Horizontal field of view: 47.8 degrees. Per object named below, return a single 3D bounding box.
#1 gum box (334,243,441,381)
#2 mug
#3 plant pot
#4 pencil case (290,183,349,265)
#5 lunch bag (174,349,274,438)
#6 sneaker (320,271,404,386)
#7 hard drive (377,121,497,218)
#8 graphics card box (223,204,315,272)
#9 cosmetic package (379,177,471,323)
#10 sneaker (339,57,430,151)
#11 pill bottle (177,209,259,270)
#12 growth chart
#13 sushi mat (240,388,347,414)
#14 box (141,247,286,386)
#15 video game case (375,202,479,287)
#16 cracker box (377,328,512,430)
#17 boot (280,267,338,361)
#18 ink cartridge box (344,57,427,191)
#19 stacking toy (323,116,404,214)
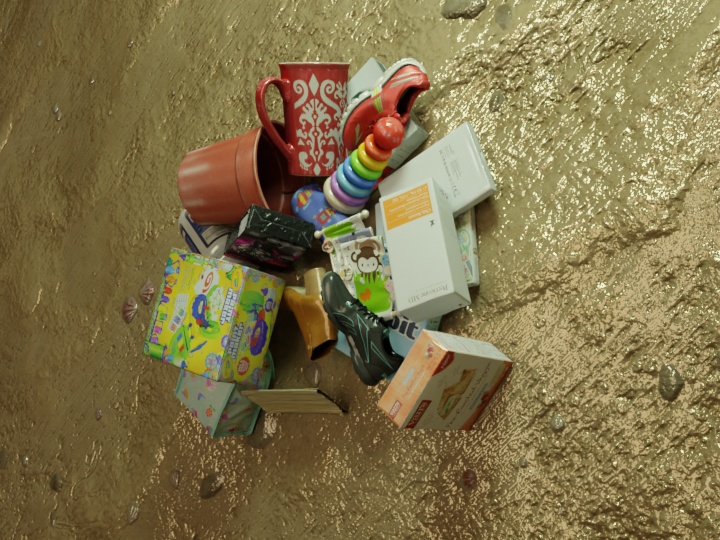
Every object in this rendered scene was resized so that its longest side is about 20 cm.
[{"bbox_3d":[0.054,0.073,1.378,0.169,0.044,0.203,26,105,36],"label":"gum box"},{"bbox_3d":[-0.106,-0.282,1.513,0.134,0.174,0.203,-114,23,-76],"label":"mug"},{"bbox_3d":[-0.232,-0.171,1.564,0.192,0.200,0.204,-7,75,24],"label":"plant pot"},{"bbox_3d":[-0.051,-0.078,1.499,0.078,0.087,0.200,-39,56,-4],"label":"pencil case"},{"bbox_3d":[-0.260,0.196,1.587,0.170,0.121,0.203,32,107,40],"label":"lunch bag"},{"bbox_3d":[0.003,0.086,1.339,0.079,0.075,0.202,-26,94,23],"label":"sneaker"},{"bbox_3d":[0.125,-0.140,1.370,0.199,0.027,0.134,-32,62,31],"label":"hard drive"},{"bbox_3d":[-0.172,-0.056,1.510,0.200,0.124,0.052,147,137,-63],"label":"graphics card box"},{"bbox_3d":[0.100,-0.032,1.284,0.100,0.071,0.203,-21,63,23],"label":"cosmetic package"},{"bbox_3d":[0.041,-0.278,1.417,0.200,0.077,0.085,-46,61,22],"label":"sneaker"},{"bbox_3d":[-0.287,-0.051,1.669,0.112,0.110,0.200,-53,53,17],"label":"pill bottle"},{"bbox_3d":[0.000,0.000,1.385,0.144,0.018,0.203,-27,74,36],"label":"growth chart"},{"bbox_3d":[-0.123,0.239,1.480,0.198,0.096,0.012,-7,51,39],"label":"sushi mat"},{"bbox_3d":[-0.266,0.084,1.475,0.190,0.122,0.203,14,86,32],"label":"box"},{"bbox_3d":[0.110,-0.049,1.394,0.198,0.023,0.185,-13,72,37],"label":"video game case"},{"bbox_3d":[0.130,0.168,1.213,0.058,0.199,0.135,40,106,37],"label":"cracker box"},{"bbox_3d":[-0.098,0.094,1.471,0.201,0.070,0.146,140,126,-59],"label":"boot"},{"bbox_3d":[0.014,-0.264,1.510,0.173,0.043,0.202,-43,57,23],"label":"ink cartridge box"},{"bbox_3d":[0.013,-0.192,1.426,0.200,0.084,0.086,-51,51,40],"label":"stacking toy"}]
